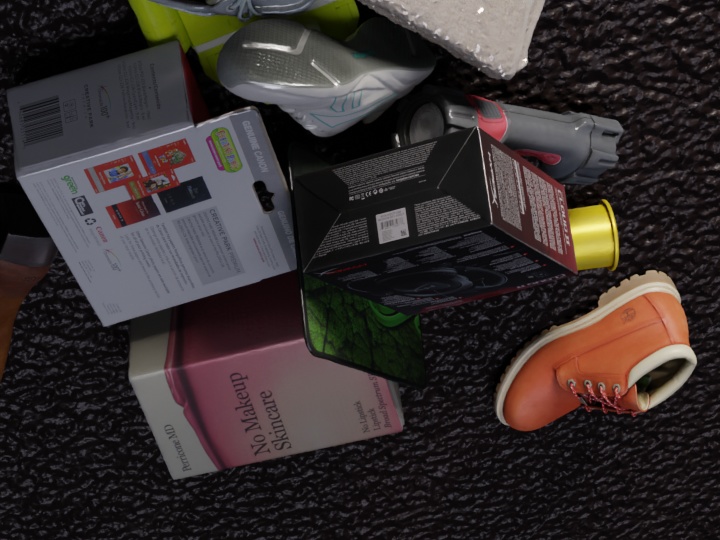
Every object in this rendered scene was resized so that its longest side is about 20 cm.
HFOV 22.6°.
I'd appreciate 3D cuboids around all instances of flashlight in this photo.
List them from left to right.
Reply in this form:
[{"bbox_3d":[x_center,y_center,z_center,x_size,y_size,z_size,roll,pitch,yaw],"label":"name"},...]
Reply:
[{"bbox_3d":[0.113,-0.097,1.381,0.199,0.067,0.069,6,96,-45],"label":"flashlight"}]

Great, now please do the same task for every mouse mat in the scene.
[{"bbox_3d":[0.000,0.000,1.364,0.007,0.163,0.200,-13,163,24],"label":"mouse mat"}]

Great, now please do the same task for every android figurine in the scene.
[{"bbox_3d":[-0.072,-0.204,1.274,0.180,0.041,0.201,-19,132,1],"label":"android figurine"}]

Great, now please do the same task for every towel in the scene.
[{"bbox_3d":[0.056,-0.227,1.246,0.199,0.034,0.134,23,83,-33],"label":"towel"}]

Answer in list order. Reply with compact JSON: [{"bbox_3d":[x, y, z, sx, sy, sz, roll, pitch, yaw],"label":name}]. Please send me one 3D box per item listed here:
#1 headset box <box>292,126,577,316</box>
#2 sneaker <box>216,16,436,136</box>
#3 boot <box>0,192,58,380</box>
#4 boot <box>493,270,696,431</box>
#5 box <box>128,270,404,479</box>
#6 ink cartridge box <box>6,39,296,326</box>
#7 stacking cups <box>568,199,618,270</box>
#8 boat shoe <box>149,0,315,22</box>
[{"bbox_3d":[0.062,-0.029,1.324,0.148,0.078,0.200,-14,164,24],"label":"headset box"},{"bbox_3d":[-0.029,-0.127,1.262,0.199,0.071,0.080,-7,144,-49],"label":"sneaker"},{"bbox_3d":[-0.342,0.010,1.389,0.187,0.069,0.201,5,137,-31],"label":"boot"},{"bbox_3d":[0.205,0.096,1.584,0.199,0.108,0.075,-38,133,20],"label":"boot"},{"bbox_3d":[-0.075,0.072,1.453,0.198,0.109,0.129,-13,130,6],"label":"box"},{"bbox_3d":[-0.141,-0.065,1.319,0.174,0.084,0.201,-15,145,2],"label":"ink cartridge box"},{"bbox_3d":[0.111,-0.018,1.494,0.198,0.061,0.061,-7,133,-3],"label":"stacking cups"},{"bbox_3d":[-0.115,-0.203,1.193,0.200,0.065,0.075,13,124,-25],"label":"boat shoe"}]
